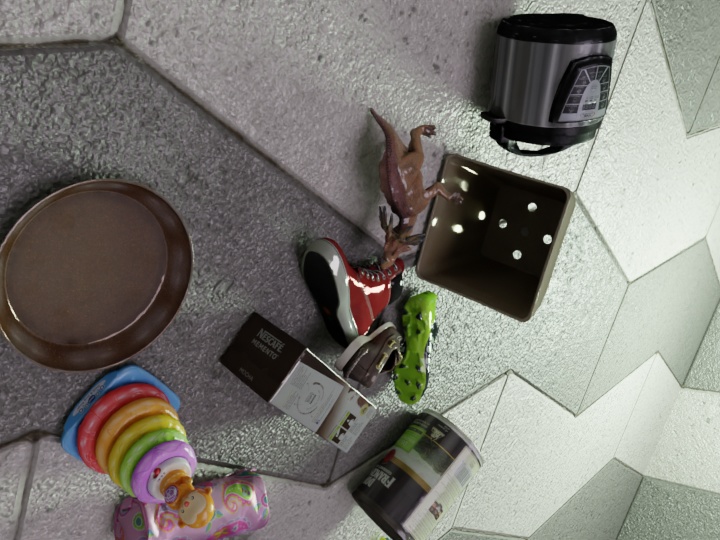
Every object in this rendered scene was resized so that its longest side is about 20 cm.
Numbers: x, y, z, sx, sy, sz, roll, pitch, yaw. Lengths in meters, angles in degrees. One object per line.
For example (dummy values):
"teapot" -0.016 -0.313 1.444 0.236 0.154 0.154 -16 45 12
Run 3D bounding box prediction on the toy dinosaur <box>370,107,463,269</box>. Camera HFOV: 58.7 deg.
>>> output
"toy dinosaur" 0.053 -0.108 0.837 0.136 0.085 0.202 -44 123 -38

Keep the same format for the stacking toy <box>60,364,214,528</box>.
"stacking toy" -0.213 0.199 0.663 0.116 0.199 0.110 -49 138 -13

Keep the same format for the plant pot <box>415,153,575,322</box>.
"plant pot" 0.235 -0.059 1.017 0.176 0.198 0.203 -9 118 -55

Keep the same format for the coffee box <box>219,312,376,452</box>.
"coffee box" -0.077 0.152 0.849 0.080 0.112 0.200 -53 139 -10

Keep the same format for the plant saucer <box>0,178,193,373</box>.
"plant saucer" -0.262 0.004 0.635 0.199 0.034 0.203 -24 126 -38

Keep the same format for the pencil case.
"pencil case" -0.210 0.310 0.821 0.199 0.087 0.089 4 108 -48

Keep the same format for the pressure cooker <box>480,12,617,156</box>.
"pressure cooker" 0.281 -0.270 0.956 0.179 0.174 0.203 -47 145 -54

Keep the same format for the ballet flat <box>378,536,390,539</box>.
"ballet flat" 0.038 0.607 1.262 0.066 0.067 0.202 -16 126 -15

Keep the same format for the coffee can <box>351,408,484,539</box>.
"coffee can" 0.102 0.370 1.132 0.200 0.146 0.147 -45 137 -20

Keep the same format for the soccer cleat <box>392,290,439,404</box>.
"soccer cleat" 0.099 0.131 1.066 0.081 0.067 0.203 -28 129 -50

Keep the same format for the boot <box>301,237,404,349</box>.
"boot" 0.000 0.000 0.885 0.144 0.072 0.201 -43 144 -22

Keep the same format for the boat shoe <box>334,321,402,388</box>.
"boat shoe" 0.026 0.124 0.934 0.072 0.059 0.200 -53 167 14
